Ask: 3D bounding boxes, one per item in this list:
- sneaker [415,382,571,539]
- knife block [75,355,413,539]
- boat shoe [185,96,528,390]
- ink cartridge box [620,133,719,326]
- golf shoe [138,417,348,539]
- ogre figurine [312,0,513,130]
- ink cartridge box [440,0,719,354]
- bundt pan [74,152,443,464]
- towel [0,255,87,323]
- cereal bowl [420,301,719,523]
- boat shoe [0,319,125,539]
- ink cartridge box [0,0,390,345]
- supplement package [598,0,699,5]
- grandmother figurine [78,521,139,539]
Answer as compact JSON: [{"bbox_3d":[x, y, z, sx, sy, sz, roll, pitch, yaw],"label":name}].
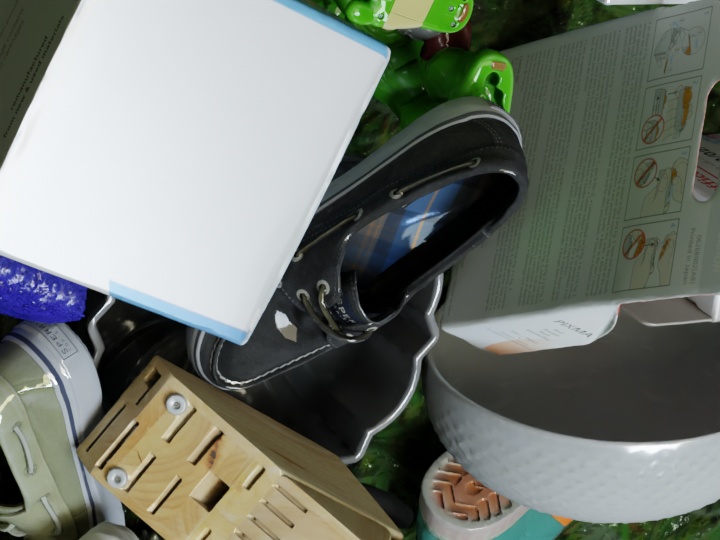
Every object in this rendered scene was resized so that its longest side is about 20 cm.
[{"bbox_3d":[0.109,0.114,1.311,0.199,0.071,0.080,-26,151,-27],"label":"sneaker"},{"bbox_3d":[-0.038,0.120,1.136,0.200,0.176,0.064,41,96,-2],"label":"knife block"},{"bbox_3d":[0.000,0.000,1.066,0.199,0.066,0.070,-35,124,11],"label":"boat shoe"},{"bbox_3d":[0.217,-0.028,1.268,0.199,0.115,0.068,-7,115,-28],"label":"ink cartridge box"},{"bbox_3d":[-0.080,0.175,1.223,0.199,0.078,0.097,-36,135,-7],"label":"golf shoe"},{"bbox_3d":[0.021,-0.125,1.107,0.098,0.120,0.200,-43,125,0],"label":"ogre figurine"},{"bbox_3d":[0.133,-0.048,1.127,0.050,0.199,0.164,24,69,-38],"label":"ink cartridge box"},{"bbox_3d":[-0.061,0.017,1.153,0.200,0.076,0.203,-13,118,-25],"label":"bundt pan"},{"bbox_3d":[-0.231,-0.026,0.989,0.199,0.147,0.050,23,91,-37],"label":"towel"},{"bbox_3d":[0.130,0.076,1.219,0.199,0.200,0.084,-12,122,-25],"label":"cereal bowl"},{"bbox_3d":[-0.164,0.098,1.110,0.062,0.072,0.201,-35,147,-26],"label":"boat shoe"},{"bbox_3d":[-0.118,-0.087,0.991,0.146,0.200,0.147,22,98,-36],"label":"ink cartridge box"},{"bbox_3d":[0.155,-0.246,1.132,0.113,0.109,0.202,-5,115,-28],"label":"supplement package"},{"bbox_3d":[-0.170,0.200,1.127,0.060,0.122,0.200,33,119,-15],"label":"grandmother figurine"}]
